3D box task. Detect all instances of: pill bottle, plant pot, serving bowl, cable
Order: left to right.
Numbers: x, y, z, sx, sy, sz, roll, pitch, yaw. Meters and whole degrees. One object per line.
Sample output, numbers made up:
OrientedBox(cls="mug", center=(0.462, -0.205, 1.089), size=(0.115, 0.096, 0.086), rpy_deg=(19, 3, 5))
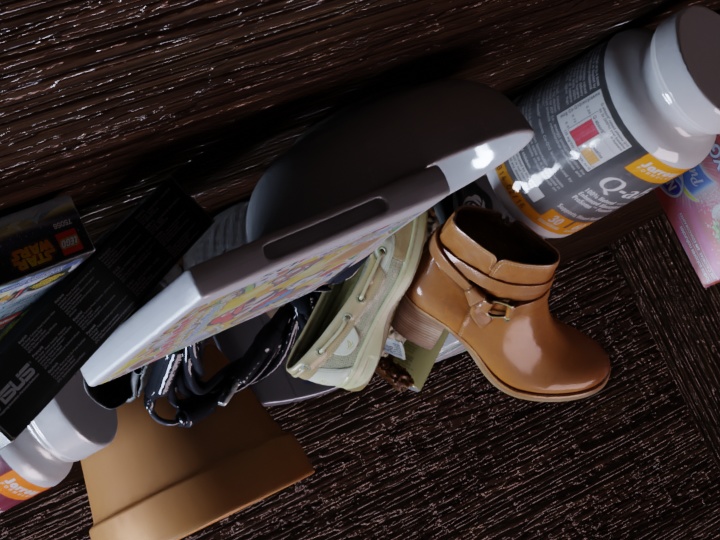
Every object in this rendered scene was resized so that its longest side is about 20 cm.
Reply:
OrientedBox(cls="pill bottle", center=(-0.301, 0.138, 1.556), size=(0.199, 0.115, 0.114), rpy_deg=(-28, 174, 18))
OrientedBox(cls="plant pot", center=(-0.157, 0.154, 1.662), size=(0.199, 0.140, 0.200), rpy_deg=(-25, 176, -2))
OrientedBox(cls="cable", center=(-0.087, 0.037, 1.535), size=(0.163, 0.051, 0.200), rpy_deg=(-14, 138, -42))
OrientedBox(cls="serving bowl", center=(0.009, -0.072, 1.256), size=(0.199, 0.066, 0.200), rpy_deg=(-26, 174, -3))
OrientedBox(cls="pill bottle", center=(0.196, -0.113, 1.472), size=(0.200, 0.117, 0.116), rpy_deg=(-30, 173, 41))

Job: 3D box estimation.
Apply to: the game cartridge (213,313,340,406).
OrientedBox(cls="game cartridge", center=(-0.036, 0.042, 1.786), size=(0.199, 0.134, 0.042), rpy_deg=(-25, 175, -19))

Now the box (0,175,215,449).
OrientedBox(cls="box", center=(-0.198, 0.048, 1.190), size=(0.200, 0.048, 0.193), rpy_deg=(-50, -172, -33))

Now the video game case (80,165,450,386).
OrientedBox(cls="video game case", center=(-0.062, 0.006, 1.183), size=(0.182, 0.023, 0.200), rpy_deg=(-24, 175, -31))

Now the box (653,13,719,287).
OrientedBox(cls="box", center=(0.296, -0.101, 1.596), size=(0.100, 0.201, 0.095), rpy_deg=(-21, 171, -44))

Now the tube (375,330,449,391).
OrientedBox(cls="tube", center=(0.075, 0.011, 1.769), size=(0.201, 0.058, 0.052), rpy_deg=(-65, -172, -8))

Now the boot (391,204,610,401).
OrientedBox(cls="boot", center=(0.130, 0.027, 1.538), size=(0.199, 0.074, 0.155), rpy_deg=(17, 144, -11))

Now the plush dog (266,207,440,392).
OrientedBox(cls="plush dog", center=(0.027, -0.006, 1.693), size=(0.172, 0.160, 0.200), rpy_deg=(-52, -173, -23))

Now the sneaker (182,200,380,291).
OrientedBox(cls="sneaker", center=(-0.047, -0.016, 1.422), size=(0.200, 0.079, 0.079), rpy_deg=(-24, 163, -31))

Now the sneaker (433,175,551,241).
OrientedBox(cls="sneaker", center=(0.125, -0.089, 1.612), size=(0.200, 0.115, 0.075), rpy_deg=(-61, -161, -18))

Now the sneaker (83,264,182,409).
OrientedBox(cls="sneaker", center=(-0.177, 0.053, 1.374), size=(0.200, 0.060, 0.105), rpy_deg=(-43, -154, 56))

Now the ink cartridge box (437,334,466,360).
OrientedBox(cls="ink cartridge box", center=(0.084, 0.009, 1.950), size=(0.084, 0.146, 0.200), rpy_deg=(-28, 175, 19))

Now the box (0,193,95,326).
OrientedBox(cls="box", center=(-0.260, 0.025, 1.067), size=(0.200, 0.040, 0.137), rpy_deg=(-23, 175, -34))

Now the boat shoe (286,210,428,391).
OrientedBox(cls="boat shoe", center=(-0.001, 0.000, 1.532), size=(0.063, 0.201, 0.073), rpy_deg=(11, -157, -21))
